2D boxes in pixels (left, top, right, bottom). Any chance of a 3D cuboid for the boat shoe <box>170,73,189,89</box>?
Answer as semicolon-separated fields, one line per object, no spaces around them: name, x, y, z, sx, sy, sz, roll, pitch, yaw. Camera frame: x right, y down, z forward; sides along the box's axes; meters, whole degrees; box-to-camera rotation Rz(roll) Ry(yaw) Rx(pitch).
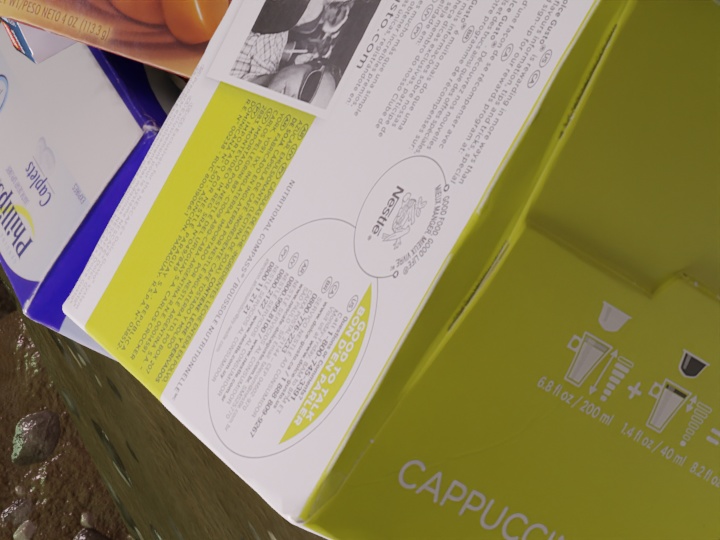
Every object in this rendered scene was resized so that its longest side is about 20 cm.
boat shoe;-0.048;-0.138;1.155;0.200;0.071;0.063;-80;2;-60

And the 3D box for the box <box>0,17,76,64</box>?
box;-0.087;-0.198;1.063;0.038;0.199;0.137;35;152;61

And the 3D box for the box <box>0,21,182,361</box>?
box;-0.078;-0.028;1.178;0.199;0.105;0.184;28;-164;-35

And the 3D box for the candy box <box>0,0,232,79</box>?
candy box;-0.079;-0.187;1.013;0.116;0.201;0.056;16;-175;-24

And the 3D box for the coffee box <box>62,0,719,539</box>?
coffee box;0.055;0.000;0.839;0.199;0.201;0.198;29;-177;-34
